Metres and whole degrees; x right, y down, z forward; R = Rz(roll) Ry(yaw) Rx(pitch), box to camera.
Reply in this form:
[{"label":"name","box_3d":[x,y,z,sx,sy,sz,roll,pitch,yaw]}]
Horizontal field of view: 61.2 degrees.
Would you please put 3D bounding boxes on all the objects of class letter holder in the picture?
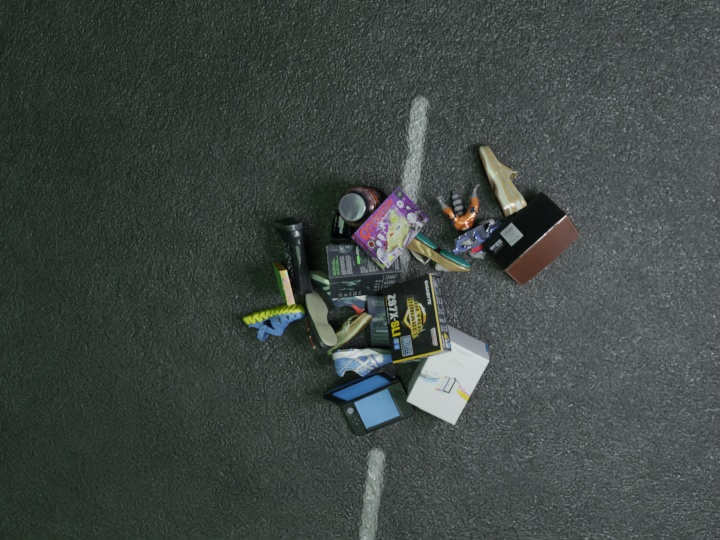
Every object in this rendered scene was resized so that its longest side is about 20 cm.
[{"label":"letter holder","box_3d":[0.437,-0.075,1.548,0.200,0.142,0.101,-44,52,13]}]

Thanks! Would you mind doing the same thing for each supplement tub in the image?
[{"label":"supplement tub","box_3d":[0.006,-0.167,1.597,0.106,0.200,0.107,2,97,15]}]

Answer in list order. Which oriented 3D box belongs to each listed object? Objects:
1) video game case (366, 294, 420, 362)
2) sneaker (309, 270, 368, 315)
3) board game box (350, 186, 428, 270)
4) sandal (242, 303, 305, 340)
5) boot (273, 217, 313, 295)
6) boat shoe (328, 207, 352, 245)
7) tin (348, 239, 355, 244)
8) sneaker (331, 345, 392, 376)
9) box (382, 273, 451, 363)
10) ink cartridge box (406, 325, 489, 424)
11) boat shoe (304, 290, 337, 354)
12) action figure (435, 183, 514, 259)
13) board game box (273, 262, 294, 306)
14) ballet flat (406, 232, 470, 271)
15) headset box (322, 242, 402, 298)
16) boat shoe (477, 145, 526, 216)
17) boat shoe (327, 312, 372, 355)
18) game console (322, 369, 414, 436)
[{"label":"video game case","box_3d":[0.095,0.162,1.684,0.142,0.019,0.201,0,111,16]},{"label":"sneaker","box_3d":[-0.074,0.066,1.717,0.199,0.075,0.085,24,107,15]},{"label":"board game box","box_3d":[0.077,-0.107,1.522,0.120,0.200,0.032,43,148,-3]},{"label":"sandal","box_3d":[-0.243,0.150,1.779,0.199,0.079,0.087,-15,96,25]},{"label":"boot","box_3d":[-0.189,-0.041,1.713,0.065,0.165,0.201,-15,106,-15]},{"label":"boat shoe","box_3d":[-0.055,-0.081,1.699,0.074,0.062,0.201,6,100,13]},{"label":"tin","box_3d":[0.048,-0.080,1.629,0.200,0.112,0.042,-35,59,34]},{"label":"sneaker","box_3d":[0.022,0.247,1.667,0.199,0.076,0.077,-3,86,3]},{"label":"box","box_3d":[0.141,0.125,1.552,0.159,0.049,0.201,-21,68,40]},{"label":"ink cartridge box","box_3d":[0.229,0.269,1.611,0.144,0.147,0.201,26,103,3]},{"label":"boat shoe","box_3d":[-0.125,0.142,1.709,0.063,0.073,0.202,-48,47,31]},{"label":"action figure","box_3d":[0.302,-0.125,1.594,0.199,0.105,0.194,-19,99,-12]},{"label":"board game box","box_3d":[-0.213,0.036,1.688,0.030,0.200,0.096,-14,100,-8]},{"label":"ballet flat","box_3d":[0.202,-0.038,1.634,0.200,0.069,0.063,34,114,19]},{"label":"headset box","box_3d":[0.000,0.000,1.598,0.199,0.174,0.093,-6,70,-2]},{"label":"boat shoe","box_3d":[0.362,-0.236,1.545,0.076,0.072,0.201,-23,74,9]},{"label":"boat shoe","box_3d":[-0.044,0.167,1.701,0.063,0.073,0.201,52,134,6]},{"label":"game console","box_3d":[0.024,0.375,1.705,0.199,0.118,0.171,-26,89,18]}]
